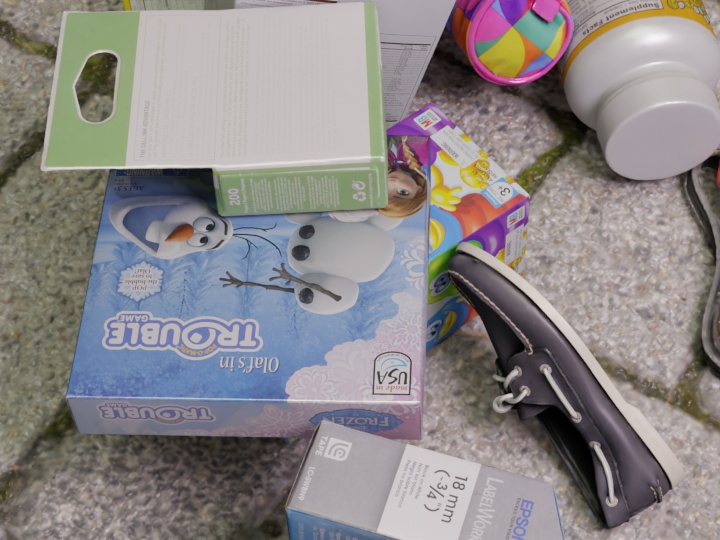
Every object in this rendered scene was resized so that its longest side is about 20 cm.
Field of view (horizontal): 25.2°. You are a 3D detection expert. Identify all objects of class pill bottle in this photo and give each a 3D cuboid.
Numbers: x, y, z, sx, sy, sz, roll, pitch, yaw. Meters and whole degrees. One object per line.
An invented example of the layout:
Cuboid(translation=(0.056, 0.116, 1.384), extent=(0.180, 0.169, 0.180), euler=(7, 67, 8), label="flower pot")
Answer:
Cuboid(translation=(0.193, -0.168, 1.151), extent=(0.112, 0.113, 0.201), euler=(-7, 55, -3), label="pill bottle")

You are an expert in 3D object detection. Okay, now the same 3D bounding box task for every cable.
Cuboid(translation=(0.254, -0.024, 1.087), extent=(0.097, 0.050, 0.200), euler=(16, 57, 17), label="cable")

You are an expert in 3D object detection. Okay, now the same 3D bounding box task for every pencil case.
Cuboid(translation=(0.086, -0.213, 1.169), extent=(0.088, 0.089, 0.200), euler=(-14, 39, -8), label="pencil case")

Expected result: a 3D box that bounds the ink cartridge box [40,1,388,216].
Cuboid(translation=(-0.085, -0.100, 0.982), extent=(0.199, 0.048, 0.146), euler=(-3, 49, 1), label="ink cartridge box")

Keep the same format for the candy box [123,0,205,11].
Cuboid(translation=(-0.112, -0.145, 1.178), extent=(0.102, 0.026, 0.201), euler=(-13, 63, 0), label="candy box")

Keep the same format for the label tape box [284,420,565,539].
Cuboid(translation=(0.063, 0.170, 0.906), extent=(0.199, 0.144, 0.063), euler=(14, 55, 11), label="label tape box")

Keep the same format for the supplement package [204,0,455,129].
Cuboid(translation=(-0.023, -0.231, 1.100), extent=(0.146, 0.200, 0.192), euler=(4, 60, -13), label="supplement package")

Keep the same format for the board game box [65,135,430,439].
Cuboid(translation=(-0.059, 0.004, 0.956), extent=(0.199, 0.043, 0.200), euler=(0, 54, 4), label="board game box")

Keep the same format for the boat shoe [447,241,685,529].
Cuboid(translation=(0.113, 0.071, 0.986), extent=(0.063, 0.073, 0.200), euler=(-41, 92, -6), label="boat shoe")

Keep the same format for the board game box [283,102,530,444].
Cuboid(translation=(0.000, 0.000, 1.048), extent=(0.200, 0.103, 0.105), euler=(-34, 61, -19), label="board game box")
